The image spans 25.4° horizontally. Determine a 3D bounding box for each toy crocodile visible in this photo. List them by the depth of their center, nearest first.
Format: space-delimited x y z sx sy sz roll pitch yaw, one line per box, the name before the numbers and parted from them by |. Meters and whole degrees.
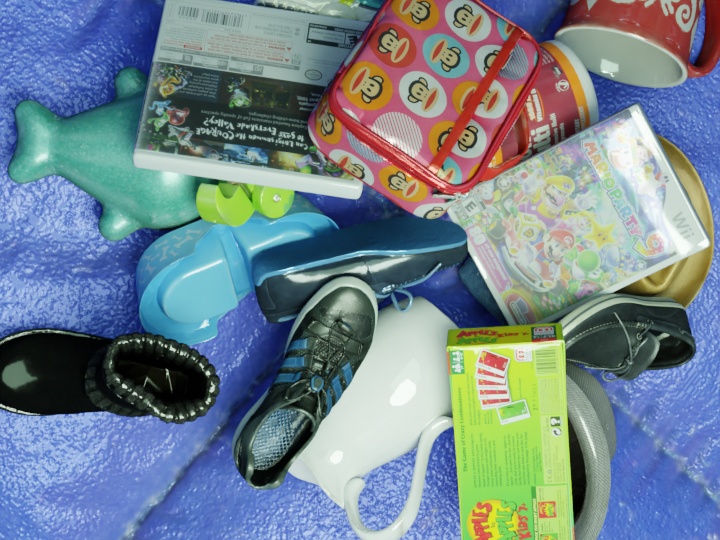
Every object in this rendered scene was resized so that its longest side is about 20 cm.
toy crocodile | -0.068 -0.107 1.427 0.200 0.067 0.062 -43 132 -21

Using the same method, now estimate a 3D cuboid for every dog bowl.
dog bowl | -0.115 -0.006 1.459 0.199 0.112 0.050 -23 48 -12

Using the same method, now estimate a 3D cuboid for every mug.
mug | 0.284 -0.288 1.550 0.132 0.177 0.202 14 80 26

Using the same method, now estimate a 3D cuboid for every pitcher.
pitcher | 0.030 0.137 1.456 0.200 0.121 0.171 -46 56 -6

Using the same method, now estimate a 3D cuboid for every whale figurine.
whale figurine | -0.216 -0.107 1.440 0.198 0.104 0.161 8 87 -10

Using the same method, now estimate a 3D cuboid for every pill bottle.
pill bottle | 0.113 -0.135 1.494 0.198 0.109 0.110 -22 92 -16

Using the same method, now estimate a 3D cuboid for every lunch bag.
lunch bag | 0.067 -0.145 1.380 0.175 0.082 0.201 34 58 -5

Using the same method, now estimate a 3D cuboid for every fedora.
fedora | 0.178 0.164 1.500 0.090 0.176 0.202 -22 109 -43
fedora | 0.266 -0.040 1.541 0.198 0.082 0.203 0 89 -10

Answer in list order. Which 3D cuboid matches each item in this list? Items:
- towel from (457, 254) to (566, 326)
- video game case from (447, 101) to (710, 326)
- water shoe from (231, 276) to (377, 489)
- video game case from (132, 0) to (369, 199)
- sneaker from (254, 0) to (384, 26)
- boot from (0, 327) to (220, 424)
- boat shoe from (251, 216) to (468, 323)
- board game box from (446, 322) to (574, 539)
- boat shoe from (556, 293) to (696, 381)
towel | 0.185 -0.028 1.489 0.112 0.048 0.200 45 115 9
video game case | 0.194 -0.043 1.441 0.199 0.018 0.144 -27 98 20
water shoe | -0.040 0.103 1.386 0.071 0.079 0.201 27 98 -18
video game case | -0.088 -0.155 1.407 0.198 0.023 0.183 8 59 -2
sneaker | 0.000 -0.255 1.490 0.198 0.077 0.080 12 75 -12
boot | -0.233 0.091 1.403 0.209 0.158 0.080 1 89 -11
boat shoe | 0.000 0.000 1.446 0.198 0.084 0.069 -9 118 -6
board game box | 0.133 0.151 1.404 0.100 0.048 0.202 -3 107 6
boat shoe | 0.241 0.065 1.469 0.199 0.075 0.063 0 53 -44
